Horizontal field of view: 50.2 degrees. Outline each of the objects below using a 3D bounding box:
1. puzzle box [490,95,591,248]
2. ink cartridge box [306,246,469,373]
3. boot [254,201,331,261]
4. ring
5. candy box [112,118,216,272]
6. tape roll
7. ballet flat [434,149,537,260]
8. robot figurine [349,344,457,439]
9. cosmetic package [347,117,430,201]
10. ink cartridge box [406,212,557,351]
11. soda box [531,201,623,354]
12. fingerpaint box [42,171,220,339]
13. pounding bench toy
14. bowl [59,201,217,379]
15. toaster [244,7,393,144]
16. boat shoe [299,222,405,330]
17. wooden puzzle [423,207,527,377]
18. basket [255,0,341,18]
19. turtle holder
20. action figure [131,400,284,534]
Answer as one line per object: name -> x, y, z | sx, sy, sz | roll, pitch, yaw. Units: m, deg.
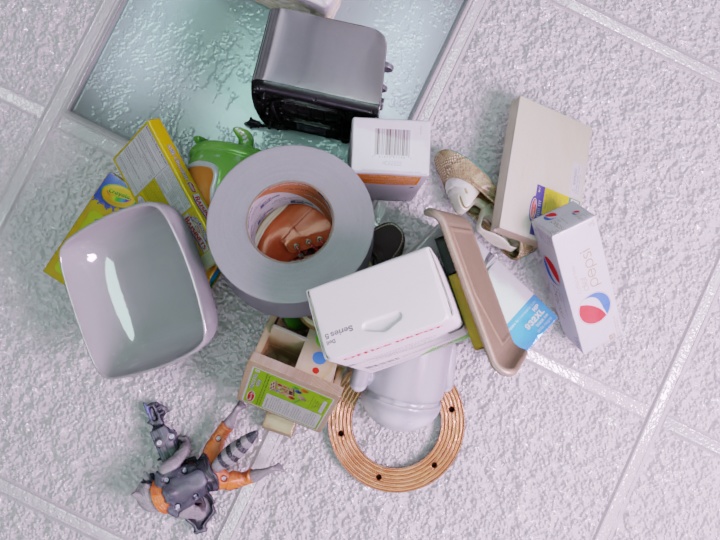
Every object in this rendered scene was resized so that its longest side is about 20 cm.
puzzle box -> 0.258, -0.132, 1.092 | 0.132, 0.025, 0.202 | 18, 75, -22
ink cartridge box -> 0.040, 0.052, 0.882 | 0.144, 0.200, 0.085 | -20, 75, 9
boot -> -0.076, -0.041, 0.996 | 0.107, 0.075, 0.201 | 32, 83, 10
ring -> 0.052, 0.217, 1.109 | 0.198, 0.019, 0.203 | 0, 86, -1
candy box -> -0.249, -0.087, 1.010 | 0.102, 0.026, 0.201 | -30, 88, 37
tape roll -> -0.082, -0.047, 0.929 | 0.198, 0.066, 0.202 | 0, 71, -1
ballet flat -> 0.174, -0.091, 1.099 | 0.200, 0.071, 0.065 | 41, 57, 2
robot figurine -> 0.063, 0.130, 1.041 | 0.168, 0.113, 0.202 | 7, 97, -29
cosmetic package -> 0.033, -0.145, 1.036 | 0.100, 0.200, 0.072 | 2, 86, -2
ink cartridge box -> 0.155, 0.026, 1.058 | 0.200, 0.145, 0.084 | 44, 85, 2
soda box -> 0.301, 0.012, 1.061 | 0.068, 0.064, 0.201 | -25, 118, -3
fingerpaint box -> -0.308, -0.012, 1.083 | 0.199, 0.073, 0.168 | 33, 87, 0
pounding bench toy -> -0.083, 0.124, 1.064 | 0.123, 0.201, 0.157 | 22, 54, -2
bowl -> -0.273, 0.023, 0.982 | 0.199, 0.075, 0.201 | -19, 90, 27
toaster -> -0.060, -0.256, 1.053 | 0.198, 0.181, 0.120 | 11, 84, -2
boat shoe -> 0.000, 0.000, 1.004 | 0.073, 0.065, 0.200 | 40, 58, 4
wooden puzzle -> 0.133, 0.023, 0.898 | 0.037, 0.185, 0.201 | -25, 84, 15
basket -> -0.104, -0.448, 1.088 | 0.199, 0.123, 0.136 | 27, 86, -1
turtle holder -> -0.162, -0.103, 1.066 | 0.140, 0.185, 0.133 | 4, 76, 23
action figure -> -0.231, 0.256, 1.058 | 0.193, 0.105, 0.201 | -32, 88, -10
